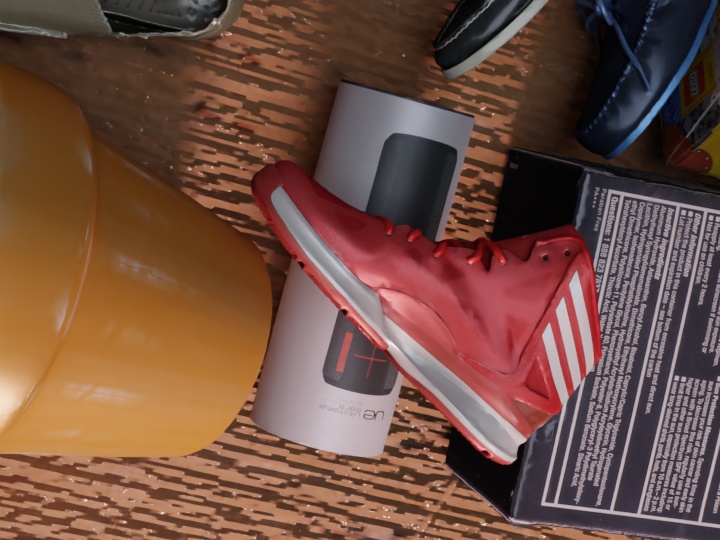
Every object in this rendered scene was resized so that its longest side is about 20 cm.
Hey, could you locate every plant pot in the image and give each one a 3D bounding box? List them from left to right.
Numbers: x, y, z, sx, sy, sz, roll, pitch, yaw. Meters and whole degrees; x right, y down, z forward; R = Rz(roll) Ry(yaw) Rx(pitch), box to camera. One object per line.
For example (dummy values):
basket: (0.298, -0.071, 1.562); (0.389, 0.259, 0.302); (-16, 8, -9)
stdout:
plant pot: (-0.153, 0.014, 0.862); (0.183, 0.200, 0.201); (21, 93, -35)

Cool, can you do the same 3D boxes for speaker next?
speaker: (0.000, 0.000, 0.955); (0.081, 0.081, 0.201); (14, 96, -19)

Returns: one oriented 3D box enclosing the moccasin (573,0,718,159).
moccasin: (0.164, -0.162, 0.988); (0.068, 0.080, 0.201); (29, 76, -15)

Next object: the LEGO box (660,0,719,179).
LEGO box: (0.297, -0.104, 0.986); (0.199, 0.149, 0.077); (13, 60, -19)

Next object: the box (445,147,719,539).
box: (0.174, 0.047, 0.994); (0.198, 0.123, 0.201); (10, 97, -17)

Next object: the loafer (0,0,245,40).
loafer: (-0.151, -0.158, 0.884); (0.199, 0.068, 0.076); (1, 99, -18)

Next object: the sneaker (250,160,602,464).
sneaker: (0.044, -0.006, 0.882); (0.116, 0.078, 0.200); (-44, 103, 0)

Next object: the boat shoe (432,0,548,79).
boat shoe: (0.094, -0.197, 0.952); (0.066, 0.074, 0.199); (42, 85, -17)
